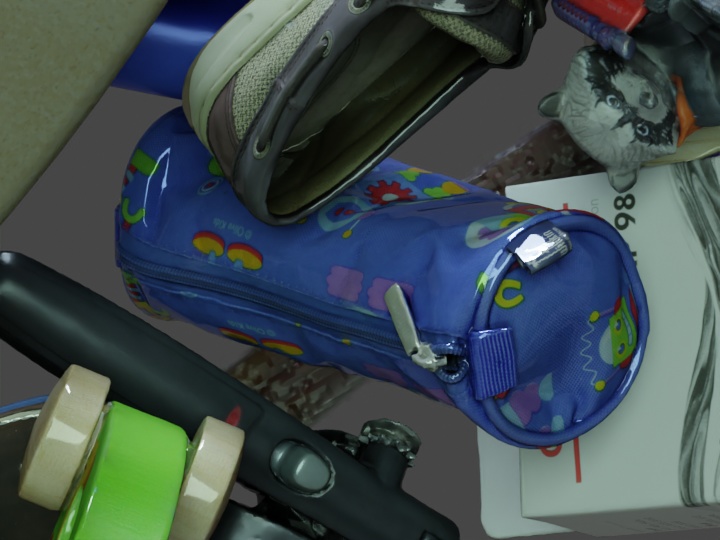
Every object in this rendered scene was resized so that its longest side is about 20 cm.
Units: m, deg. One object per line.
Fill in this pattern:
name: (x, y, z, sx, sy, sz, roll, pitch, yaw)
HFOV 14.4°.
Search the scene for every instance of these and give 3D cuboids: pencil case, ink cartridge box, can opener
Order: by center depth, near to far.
pencil case: (0.000, 0.000, 0.938, 0.087, 0.200, 0.078, -17, 115, -41)
ink cartridge box: (0.116, 0.025, 0.949, 0.199, 0.067, 0.116, -8, 78, 26)
can opener: (-0.050, 0.053, 0.959, 0.200, 0.063, 0.079, 39, 69, -21)

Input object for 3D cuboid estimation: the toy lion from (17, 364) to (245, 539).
toy lion: (-0.105, 0.152, 0.871, 0.068, 0.192, 0.200, 22, 110, -7)

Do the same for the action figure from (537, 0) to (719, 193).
action figure: (0.145, -0.092, 0.896, 0.193, 0.200, 0.105, -37, 122, 3)

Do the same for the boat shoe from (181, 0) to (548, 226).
boat shoe: (0.030, -0.089, 0.883, 0.200, 0.072, 0.065, -40, 51, 17)

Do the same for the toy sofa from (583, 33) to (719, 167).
toy sofa: (0.175, -0.083, 0.999, 0.199, 0.083, 0.098, -6, 84, 0)

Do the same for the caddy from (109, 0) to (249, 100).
caddy: (-0.063, -0.151, 0.974, 0.105, 0.142, 0.201, 13, 58, -1)

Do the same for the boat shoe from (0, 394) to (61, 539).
boat shoe: (-0.159, 0.097, 0.976, 0.200, 0.072, 0.072, -25, 80, -4)

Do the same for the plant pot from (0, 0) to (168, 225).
plant pot: (-0.198, -0.077, 0.834, 0.200, 0.200, 0.178, 19, 97, -38)
